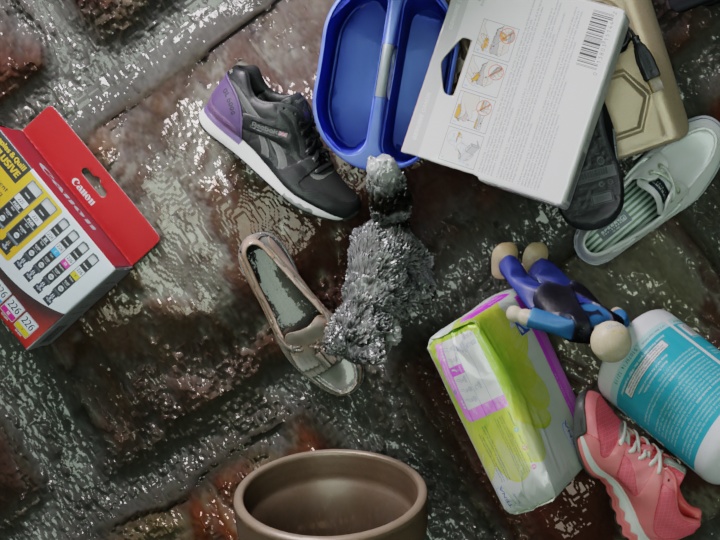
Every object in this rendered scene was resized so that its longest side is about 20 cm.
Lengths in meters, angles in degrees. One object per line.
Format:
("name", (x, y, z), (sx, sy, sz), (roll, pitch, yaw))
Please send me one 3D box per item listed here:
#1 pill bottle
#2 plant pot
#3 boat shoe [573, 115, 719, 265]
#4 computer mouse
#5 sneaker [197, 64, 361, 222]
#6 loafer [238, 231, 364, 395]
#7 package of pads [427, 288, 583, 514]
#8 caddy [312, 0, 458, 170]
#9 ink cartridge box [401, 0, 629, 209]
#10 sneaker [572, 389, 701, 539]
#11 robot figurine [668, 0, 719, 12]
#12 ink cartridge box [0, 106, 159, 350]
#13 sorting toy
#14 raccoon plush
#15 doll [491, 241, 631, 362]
("pill bottle", (0.340, 0.136, 1.518), (0.200, 0.111, 0.111), (41, 96, 33))
("plant pot", (-0.029, 0.305, 1.571), (0.198, 0.200, 0.177), (1, 109, 5))
("boat shoe", (0.304, -0.078, 1.573), (0.073, 0.067, 0.200), (42, 95, 2))
("computer mouse", (0.247, -0.148, 1.543), (0.139, 0.046, 0.202), (-20, 79, 16))
("sneaker", (-0.072, -0.134, 1.587), (0.199, 0.076, 0.088), (37, 114, 2))
("loafer", (-0.068, 0.050, 1.612), (0.072, 0.063, 0.201), (-34, 89, 5))
("package of pads", (0.157, 0.130, 1.547), (0.068, 0.154, 0.202), (-26, 90, 29))
("caddy", (0.027, -0.202, 1.572), (0.140, 0.105, 0.202), (9, 93, 4))
("ink cartridge box", (0.155, -0.183, 1.526), (0.175, 0.045, 0.202), (19, 91, 16))
("sneaker", (0.285, 0.197, 1.559), (0.086, 0.074, 0.201), (-20, 113, 28))
("robot figurine", (0.330, -0.367, 1.529), (0.124, 0.150, 0.202), (-14, 91, 18))
("ink cartridge box", (-0.343, -0.050, 1.622), (0.175, 0.084, 0.200), (-41, 88, 5))
("sorting toy", (0.221, -0.197, 1.584), (0.198, 0.036, 0.187), (-18, 91, 12))
("raccoon plush", (0.000, 0.000, 1.546), (0.096, 0.134, 0.202), (-2, 122, 31))
("doll", (0.202, 0.036, 1.518), (0.135, 0.200, 0.049), (-1, 117, -29))
